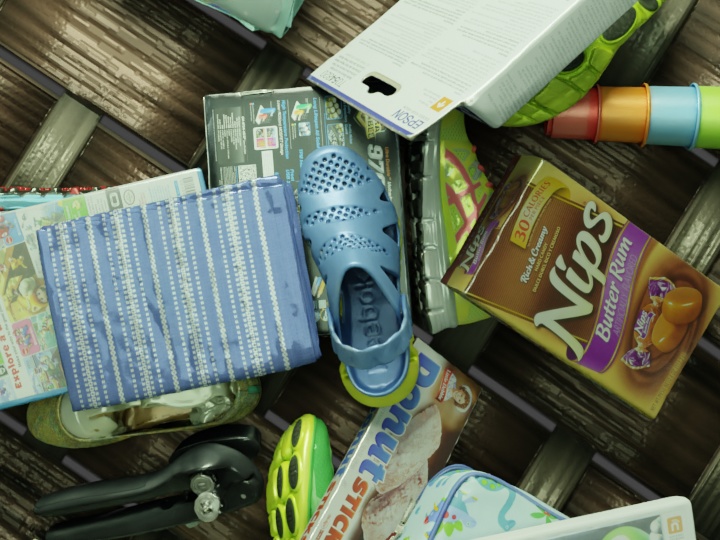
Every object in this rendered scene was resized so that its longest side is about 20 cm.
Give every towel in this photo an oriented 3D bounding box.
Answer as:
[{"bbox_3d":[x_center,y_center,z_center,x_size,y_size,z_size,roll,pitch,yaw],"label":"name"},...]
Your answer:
[{"bbox_3d":[-0.136,0.017,0.852,0.196,0.024,0.147,-11,94,0],"label":"towel"}]

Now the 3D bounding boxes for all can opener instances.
[{"bbox_3d":[-0.168,0.184,0.902,0.197,0.079,0.064,-20,100,9],"label":"can opener"}]

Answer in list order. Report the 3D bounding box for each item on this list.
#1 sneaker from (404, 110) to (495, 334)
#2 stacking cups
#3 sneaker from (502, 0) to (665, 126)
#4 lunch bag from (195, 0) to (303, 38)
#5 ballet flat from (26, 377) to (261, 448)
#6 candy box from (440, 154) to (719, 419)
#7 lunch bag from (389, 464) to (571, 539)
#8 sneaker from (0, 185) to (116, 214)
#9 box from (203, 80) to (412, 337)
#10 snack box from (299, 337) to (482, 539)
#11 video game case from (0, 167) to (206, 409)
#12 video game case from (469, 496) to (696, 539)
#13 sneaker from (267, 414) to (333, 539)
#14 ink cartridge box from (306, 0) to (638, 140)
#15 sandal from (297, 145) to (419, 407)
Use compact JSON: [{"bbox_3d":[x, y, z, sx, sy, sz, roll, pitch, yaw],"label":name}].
[{"bbox_3d":[0.084,-0.054,0.901,0.089,0.078,0.204,-3,94,-6],"label":"sneaker"},{"bbox_3d":[0.248,-0.124,0.909,0.196,0.060,0.062,3,88,7],"label":"stacking cups"},{"bbox_3d":[0.167,-0.183,0.892,0.199,0.084,0.074,-40,99,-5],"label":"sneaker"},{"bbox_3d":[-0.097,-0.306,0.887,0.168,0.122,0.203,23,97,0],"label":"lunch bag"},{"bbox_3d":[-0.178,0.103,0.901,0.196,0.071,0.072,-7,88,1],"label":"ballet flat"},{"bbox_3d":[0.173,0.014,0.868,0.198,0.056,0.118,32,89,-18],"label":"candy box"},{"bbox_3d":[0.107,0.248,0.810,0.198,0.082,0.162,31,77,-10],"label":"lunch bag"},{"bbox_3d":[-0.261,-0.018,0.901,0.196,0.079,0.097,-1,90,2],"label":"sneaker"},{"bbox_3d":[-0.042,-0.047,0.912,0.156,0.046,0.204,-5,88,1],"label":"box"},{"bbox_3d":[0.023,0.155,0.868,0.072,0.024,0.201,36,63,-12],"label":"snack box"},{"bbox_3d":[-0.203,0.014,0.867,0.197,0.018,0.146,-13,93,-6],"label":"video game case"},{"bbox_3d":[0.149,0.264,0.769,0.197,0.023,0.185,-8,89,-15],"label":"video game case"},{"bbox_3d":[-0.021,0.215,0.894,0.082,0.074,0.203,-8,81,-30],"label":"sneaker"},{"bbox_3d":[0.077,-0.171,0.838,0.199,0.199,0.041,-40,122,-5],"label":"ink cartridge box"},{"bbox_3d":[0.000,0.000,0.841,0.078,0.087,0.203,-17,82,2],"label":"sandal"}]
